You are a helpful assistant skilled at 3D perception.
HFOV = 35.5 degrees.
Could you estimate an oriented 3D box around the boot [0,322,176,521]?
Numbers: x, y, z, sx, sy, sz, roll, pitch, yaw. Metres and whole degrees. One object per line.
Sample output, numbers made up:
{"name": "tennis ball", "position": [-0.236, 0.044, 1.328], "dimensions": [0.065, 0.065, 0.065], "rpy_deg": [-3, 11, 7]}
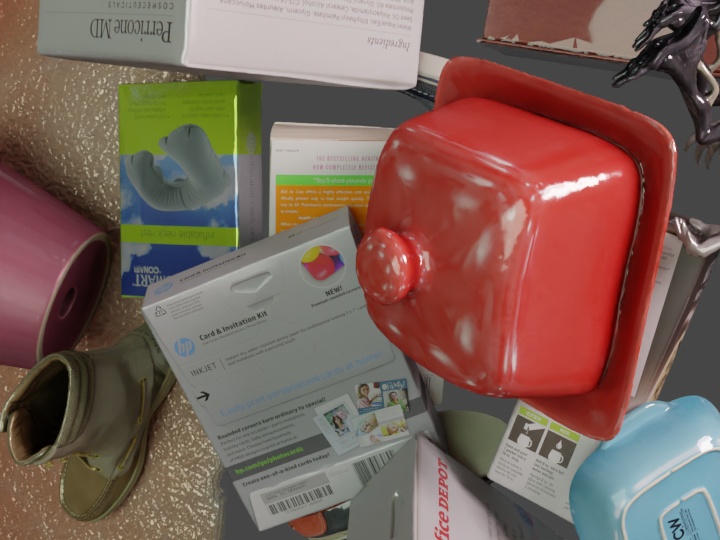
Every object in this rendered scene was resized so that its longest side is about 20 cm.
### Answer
{"name": "boot", "position": [-0.237, 0.140, 0.935], "dimensions": [0.072, 0.154, 0.201], "rpy_deg": [33, 109, 17]}

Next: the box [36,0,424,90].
{"name": "box", "position": [-0.089, -0.201, 0.778], "dimensions": [0.198, 0.199, 0.132], "rpy_deg": [14, 103, 46]}

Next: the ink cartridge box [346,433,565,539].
{"name": "ink cartridge box", "position": [0.086, 0.227, 0.762], "dimensions": [0.199, 0.145, 0.085], "rpy_deg": [38, 113, -14]}

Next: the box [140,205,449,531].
{"name": "box", "position": [-0.042, 0.075, 0.794], "dimensions": [0.155, 0.041, 0.201], "rpy_deg": [-21, 115, 7]}

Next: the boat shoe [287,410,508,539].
{"name": "boat shoe", "position": [0.032, 0.164, 0.867], "dimensions": [0.198, 0.072, 0.063], "rpy_deg": [-19, 127, 17]}

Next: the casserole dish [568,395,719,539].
{"name": "casserole dish", "position": [0.210, 0.174, 0.734], "dimensions": [0.120, 0.039, 0.201], "rpy_deg": [-30, 118, -9]}

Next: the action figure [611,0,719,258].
{"name": "action figure", "position": [0.232, -0.069, 0.668], "dimensions": [0.200, 0.119, 0.102], "rpy_deg": [45, 128, -15]}

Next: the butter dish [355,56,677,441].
{"name": "butter dish", "position": [0.062, -0.010, 0.666], "dimensions": [0.199, 0.147, 0.202], "rpy_deg": [30, 121, 45]}

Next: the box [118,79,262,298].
{"name": "box", "position": [-0.140, -0.054, 0.930], "dimensions": [0.121, 0.048, 0.202], "rpy_deg": [2, 96, 25]}

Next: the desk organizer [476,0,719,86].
{"name": "desk organizer", "position": [0.187, -0.174, 0.755], "dimensions": [0.198, 0.072, 0.078], "rpy_deg": [14, 99, 23]}

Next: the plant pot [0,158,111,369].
{"name": "plant pot", "position": [-0.319, -0.006, 0.949], "dimensions": [0.178, 0.200, 0.202], "rpy_deg": [22, 105, 4]}

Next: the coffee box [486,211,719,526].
{"name": "coffee box", "position": [0.169, 0.056, 0.764], "dimensions": [0.079, 0.113, 0.202], "rpy_deg": [24, 105, 19]}

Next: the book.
{"name": "book", "position": [0.000, 0.000, 0.805], "dimensions": [0.132, 0.048, 0.202], "rpy_deg": [2, 111, -2]}

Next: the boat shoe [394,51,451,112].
{"name": "boat shoe", "position": [0.092, -0.088, 0.803], "dimensions": [0.199, 0.075, 0.094], "rpy_deg": [24, 98, 20]}
